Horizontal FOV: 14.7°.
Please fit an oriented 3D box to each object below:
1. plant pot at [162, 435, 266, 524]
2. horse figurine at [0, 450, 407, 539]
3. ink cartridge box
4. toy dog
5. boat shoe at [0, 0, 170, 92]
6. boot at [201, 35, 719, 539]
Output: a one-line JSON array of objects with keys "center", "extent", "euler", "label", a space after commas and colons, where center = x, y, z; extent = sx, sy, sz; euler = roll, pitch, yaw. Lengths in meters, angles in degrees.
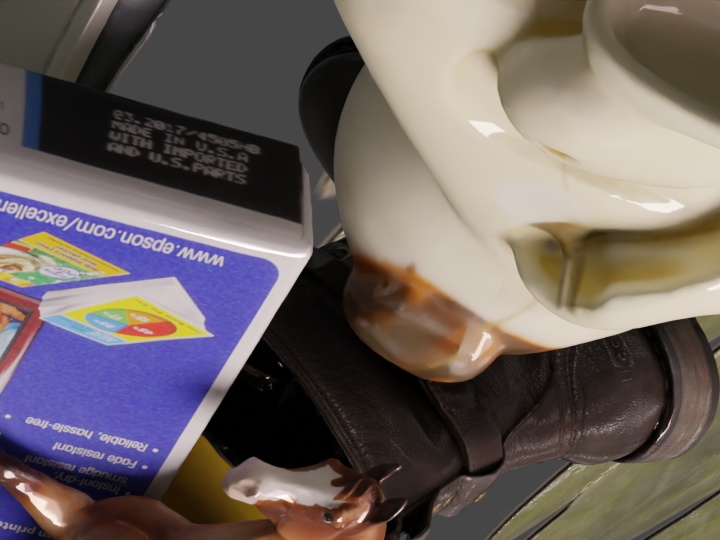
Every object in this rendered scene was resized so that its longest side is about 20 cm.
[{"center": [-0.133, 0.116, 0.879], "extent": [0.199, 0.201, 0.176], "euler": [-29, 174, -17], "label": "plant pot"}, {"center": [-0.081, 0.115, 0.735], "extent": [0.132, 0.050, 0.201], "euler": [9, 119, -20], "label": "horse figurine"}, {"center": [-0.139, 0.020, 0.708], "extent": [0.197, 0.047, 0.200], "euler": [14, 137, -20], "label": "ink cartridge box"}, {"center": [0.048, -0.044, 0.688], "extent": [0.193, 0.140, 0.200], "euler": [6, 154, -4], "label": "toy dog"}, {"center": [-0.078, -0.063, 0.728], "extent": [0.062, 0.073, 0.200], "euler": [-2, 136, -50], "label": "boat shoe"}, {"center": [0.000, 0.000, 0.815], "extent": [0.174, 0.200, 0.069], "euler": [-8, 134, -45], "label": "boot"}]
